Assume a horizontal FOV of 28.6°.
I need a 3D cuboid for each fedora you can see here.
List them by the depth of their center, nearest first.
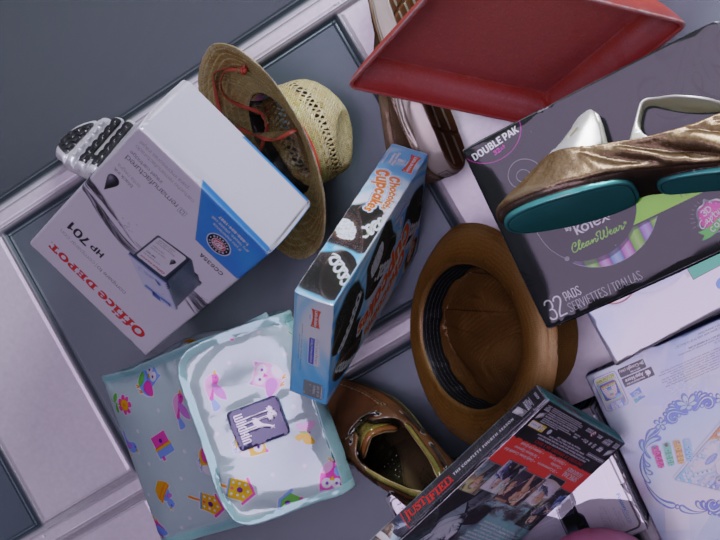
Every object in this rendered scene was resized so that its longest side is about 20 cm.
[{"bbox_3d":[0.121,0.053,1.184,0.200,0.082,0.201,4,95,58],"label":"fedora"}]

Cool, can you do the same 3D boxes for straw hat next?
[{"bbox_3d":[-0.054,-0.118,1.235,0.085,0.201,0.201,-26,86,-27],"label":"straw hat"}]

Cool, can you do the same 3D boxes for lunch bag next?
[{"bbox_3d":[-0.107,0.133,1.224,0.200,0.122,0.171,-19,90,39],"label":"lunch bag"}]

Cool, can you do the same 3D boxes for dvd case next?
[{"bbox_3d":[0.107,0.182,1.134,0.200,0.146,0.022,-46,52,12],"label":"dvd case"}]

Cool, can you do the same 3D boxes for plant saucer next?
[{"bbox_3d":[0.118,-0.183,1.116,0.199,0.200,0.037,8,68,-22],"label":"plant saucer"}]

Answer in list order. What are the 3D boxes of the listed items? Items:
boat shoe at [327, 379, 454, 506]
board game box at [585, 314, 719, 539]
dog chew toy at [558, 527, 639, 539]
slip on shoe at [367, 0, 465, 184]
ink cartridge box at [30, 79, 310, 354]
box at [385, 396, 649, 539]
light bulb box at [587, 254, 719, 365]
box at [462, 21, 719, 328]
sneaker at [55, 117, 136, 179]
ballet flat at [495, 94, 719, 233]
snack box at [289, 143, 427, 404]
[{"bbox_3d":[0.021,0.144,1.210,0.200,0.068,0.072,32,81,37],"label":"boat shoe"},{"bbox_3d":[0.322,0.137,1.187,0.200,0.043,0.199,-25,87,13],"label":"board game box"},{"bbox_3d":[0.146,0.277,1.140,0.199,0.125,0.125,-10,91,10],"label":"dog chew toy"},{"bbox_3d":[0.032,-0.172,1.228,0.060,0.076,0.200,-17,94,30],"label":"slip on shoe"},{"bbox_3d":[-0.163,-0.040,1.188,0.146,0.086,0.200,44,132,-9],"label":"ink cartridge box"},{"bbox_3d":[0.137,0.204,1.227,0.200,0.060,0.117,-27,87,14],"label":"box"},{"bbox_3d":[0.248,-0.058,1.152,0.198,0.125,0.200,-30,85,13],"label":"light bulb box"},{"bbox_3d":[0.203,-0.068,1.035,0.200,0.124,0.149,-27,87,15],"label":"box"},{"bbox_3d":[-0.192,-0.081,1.284,0.200,0.075,0.081,19,142,25],"label":"sneaker"},{"bbox_3d":[0.186,-0.079,0.947,0.199,0.068,0.073,-13,69,15],"label":"ballet flat"},{"bbox_3d":[0.000,0.000,1.162,0.037,0.200,0.116,19,136,14],"label":"snack box"}]
